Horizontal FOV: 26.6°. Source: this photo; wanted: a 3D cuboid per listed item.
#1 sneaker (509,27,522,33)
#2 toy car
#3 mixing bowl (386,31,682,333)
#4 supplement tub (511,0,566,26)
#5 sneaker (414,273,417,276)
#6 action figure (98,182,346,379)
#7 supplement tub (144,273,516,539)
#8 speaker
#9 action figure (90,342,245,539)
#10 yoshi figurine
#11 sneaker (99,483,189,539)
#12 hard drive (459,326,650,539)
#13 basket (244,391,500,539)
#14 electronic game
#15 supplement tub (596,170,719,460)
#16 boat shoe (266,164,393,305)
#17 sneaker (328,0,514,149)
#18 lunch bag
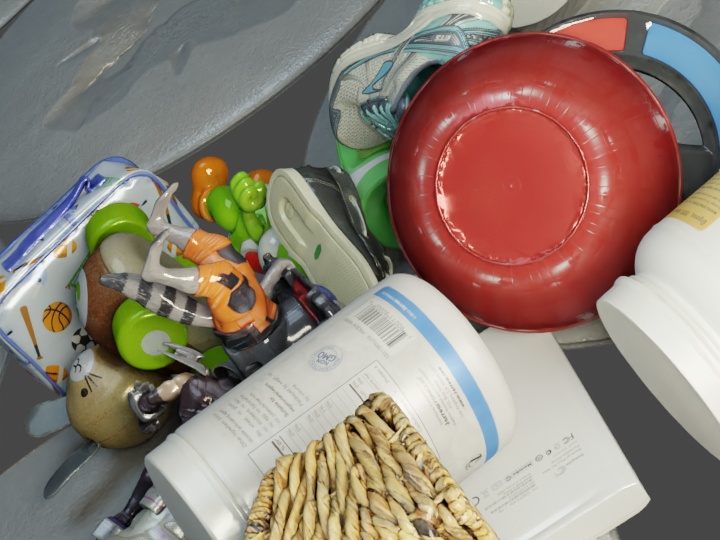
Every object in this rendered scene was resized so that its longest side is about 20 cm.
[{"bbox_3d":[0.121,-0.131,1.184,0.201,0.098,0.071,-74,3,-52],"label":"sneaker"},{"bbox_3d":[-0.199,0.081,1.211,0.200,0.157,0.165,-44,36,11],"label":"toy car"},{"bbox_3d":[0.102,-0.055,0.966,0.199,0.202,0.108,-28,-4,13],"label":"mixing bowl"},{"bbox_3d":[0.129,-0.322,1.369,0.143,0.145,0.201,-25,34,18],"label":"supplement tub"},{"bbox_3d":[0.106,-0.060,1.101,0.199,0.105,0.075,-32,3,3],"label":"sneaker"},{"bbox_3d":[-0.082,0.029,1.073,0.105,0.193,0.200,-47,17,-2],"label":"action figure"},{"bbox_3d":[-0.016,0.106,0.925,0.199,0.133,0.132,-36,31,-16],"label":"supplement tub"},{"bbox_3d":[0.023,-0.103,1.269,0.088,0.089,0.201,-29,33,12],"label":"speaker"},{"bbox_3d":[-0.127,0.139,1.093,0.129,0.069,0.201,27,78,21],"label":"action figure"},{"bbox_3d":[-0.065,-0.054,1.276,0.112,0.113,0.200,-37,35,-12],"label":"yoshi figurine"},{"bbox_3d":[-0.106,0.150,1.004,0.198,0.089,0.081,-20,6,-27],"label":"sneaker"},{"bbox_3d":[0.092,0.115,0.983,0.131,0.026,0.201,-33,32,7],"label":"hard drive"},{"bbox_3d":[0.014,0.184,0.808,0.149,0.200,0.143,-39,33,-2],"label":"basket"},{"bbox_3d":[0.170,-0.075,1.026,0.199,0.201,0.042,-32,-9,9],"label":"electronic game"},{"bbox_3d":[0.247,0.001,0.865,0.199,0.145,0.144,-39,32,-3],"label":"supplement tub"},{"bbox_3d":[0.000,0.000,1.135,0.201,0.067,0.072,60,138,28],"label":"boat shoe"},{"bbox_3d":[0.031,-0.131,1.116,0.200,0.077,0.087,-36,37,51],"label":"sneaker"},{"bbox_3d":[-0.223,0.004,1.301,0.200,0.161,0.075,-46,34,-12],"label":"lunch bag"}]
